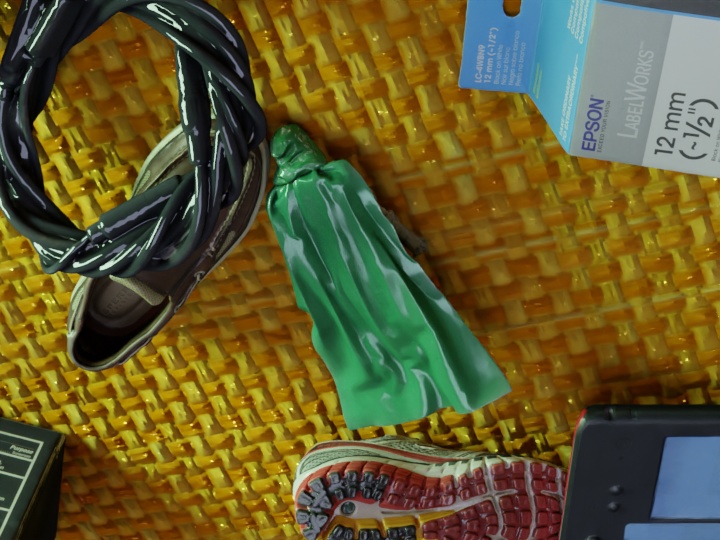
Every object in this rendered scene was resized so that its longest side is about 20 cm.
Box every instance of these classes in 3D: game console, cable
[{"bbox_3d":[0.226,0.157,0.966,0.199,0.031,0.177,0,128,-4],"label":"game console"},{"bbox_3d":[-0.136,-0.078,0.852,0.163,0.051,0.200,32,116,11],"label":"cable"}]

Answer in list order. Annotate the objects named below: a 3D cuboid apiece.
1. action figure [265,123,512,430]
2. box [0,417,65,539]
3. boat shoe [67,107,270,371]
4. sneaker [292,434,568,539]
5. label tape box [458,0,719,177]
[{"bbox_3d":[0.000,0.000,0.906,0.118,0.055,0.200,-18,114,26],"label":"action figure"},{"bbox_3d":[-0.327,0.193,1.030,0.200,0.199,0.123,14,129,1],"label":"box"},{"bbox_3d":[-0.118,-0.009,0.911,0.075,0.075,0.202,29,127,-10],"label":"boat shoe"},{"bbox_3d":[0.053,0.140,0.995,0.200,0.082,0.078,8,109,-12],"label":"sneaker"},{"bbox_3d":[0.152,-0.127,0.771,0.200,0.066,0.144,8,128,4],"label":"label tape box"}]
